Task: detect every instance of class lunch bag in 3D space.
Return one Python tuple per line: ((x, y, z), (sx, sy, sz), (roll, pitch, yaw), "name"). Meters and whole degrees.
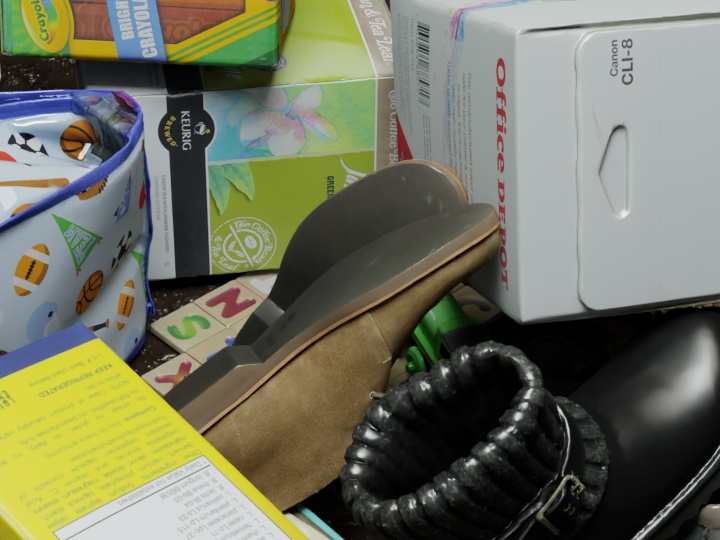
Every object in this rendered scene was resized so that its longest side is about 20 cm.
((-0.199, 0.006, 1.011), (0.199, 0.171, 0.124), (-28, 50, -31), "lunch bag")

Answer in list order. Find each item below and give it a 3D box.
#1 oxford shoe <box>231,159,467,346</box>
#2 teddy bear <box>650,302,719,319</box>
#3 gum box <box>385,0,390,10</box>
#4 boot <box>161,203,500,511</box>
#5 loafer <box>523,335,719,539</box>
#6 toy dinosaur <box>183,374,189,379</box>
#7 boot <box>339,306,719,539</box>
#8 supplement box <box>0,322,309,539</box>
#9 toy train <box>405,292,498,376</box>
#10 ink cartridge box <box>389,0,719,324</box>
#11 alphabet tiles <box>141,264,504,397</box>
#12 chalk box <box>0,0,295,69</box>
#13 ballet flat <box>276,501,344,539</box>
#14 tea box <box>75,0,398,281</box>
((0.000, 0.000, 1.001), (0.071, 0.200, 0.071), (49, 43, 6), "oxford shoe")
((0.168, -0.032, 1.154), (0.144, 0.067, 0.200), (-13, 39, -21), "teddy bear")
((0.074, -0.181, 1.311), (0.199, 0.114, 0.066), (2, 35, 2), "gum box")
((-0.006, 0.044, 0.912), (0.200, 0.076, 0.074), (-37, 11, 4), "boot")
((0.145, 0.087, 0.995), (0.072, 0.063, 0.200), (-14, 39, -20), "loafer")
((-0.044, 0.087, 0.975), (0.199, 0.089, 0.047), (-23, 27, -30), "toy dinosaur")
((0.097, 0.069, 0.880), (0.079, 0.158, 0.211), (23, 69, 46), "boot")
((-0.113, 0.137, 0.841), (0.200, 0.110, 0.109), (41, 41, 25), "supplement box")
((0.053, 0.049, 1.041), (0.042, 0.057, 0.200), (-13, 42, -20), "toy train")
((0.113, -0.071, 0.982), (0.144, 0.146, 0.200), (-6, 16, -14), "ink cartridge box")
((-0.019, 0.043, 1.099), (0.200, 0.006, 0.166), (-29, 45, -34), "alphabet tiles")
((-0.138, -0.192, 1.066), (0.199, 0.126, 0.124), (2, 22, 1), "chalk box")
((0.015, 0.181, 0.879), (0.069, 0.070, 0.200), (-30, 45, -35), "ballet flat")
((-0.077, -0.106, 1.187), (0.196, 0.134, 0.200), (-6, 35, -8), "tea box")
